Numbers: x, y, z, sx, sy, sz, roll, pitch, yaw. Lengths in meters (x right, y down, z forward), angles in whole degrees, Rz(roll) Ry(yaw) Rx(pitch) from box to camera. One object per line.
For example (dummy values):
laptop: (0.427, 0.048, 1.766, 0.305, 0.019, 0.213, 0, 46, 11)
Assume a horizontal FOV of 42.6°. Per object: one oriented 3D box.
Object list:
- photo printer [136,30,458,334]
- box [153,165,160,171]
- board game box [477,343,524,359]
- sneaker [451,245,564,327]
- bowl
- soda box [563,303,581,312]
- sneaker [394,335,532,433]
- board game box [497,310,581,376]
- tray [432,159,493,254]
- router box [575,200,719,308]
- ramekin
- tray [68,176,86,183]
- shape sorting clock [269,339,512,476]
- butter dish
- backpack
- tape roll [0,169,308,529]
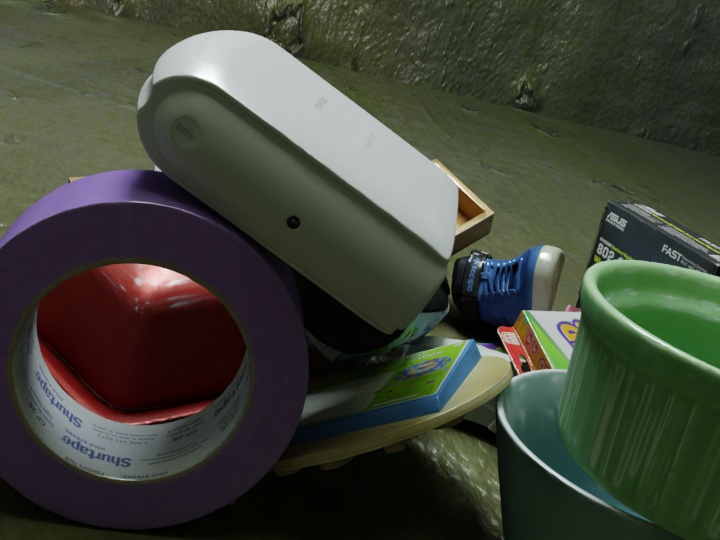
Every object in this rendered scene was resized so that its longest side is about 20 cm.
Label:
photo printer: (-0.035, -0.067, 0.556, 0.199, 0.070, 0.167, 36, 21, -6)
box: (-0.153, -0.071, 1.109, 0.196, 0.042, 0.156, 10, 20, -15)
board game box: (0.199, 0.092, 0.904, 0.197, 0.040, 0.158, 4, 22, -29)
sneaker: (0.143, 0.016, 0.942, 0.109, 0.078, 0.200, 16, -11, 11)
bowl: (0.170, 0.158, 0.603, 0.197, 0.107, 0.201, 13, 20, -5)
soda box: (0.252, 0.112, 0.803, 0.197, 0.064, 0.070, 26, 44, 15)
sneaker: (0.127, 0.101, 0.790, 0.197, 0.078, 0.080, 21, 12, 15)
board game box: (0.212, 0.076, 0.748, 0.196, 0.030, 0.096, 1, 43, -21)
tray: (0.035, -0.037, 0.981, 0.198, 0.037, 0.099, -30, 59, -24)
router box: (0.324, 0.028, 1.008, 0.061, 0.153, 0.200, 5, 21, -23)
ramekin: (0.213, 0.078, 0.544, 0.196, 0.099, 0.201, 13, 19, -5)
tray: (-0.198, -0.059, 0.974, 0.197, 0.037, 0.099, -6, 45, -32)
shape sorting clock: (0.010, 0.098, 0.639, 0.197, 0.040, 0.200, -19, 7, 2)
butter dish: (-0.149, 0.012, 0.713, 0.197, 0.150, 0.199, -6, 28, -44)
backpack: (0.000, 0.000, 0.752, 0.164, 0.154, 0.199, 53, 27, 13)
tape roll: (-0.130, 0.048, 0.543, 0.196, 0.204, 0.066, 10, 19, -12)
